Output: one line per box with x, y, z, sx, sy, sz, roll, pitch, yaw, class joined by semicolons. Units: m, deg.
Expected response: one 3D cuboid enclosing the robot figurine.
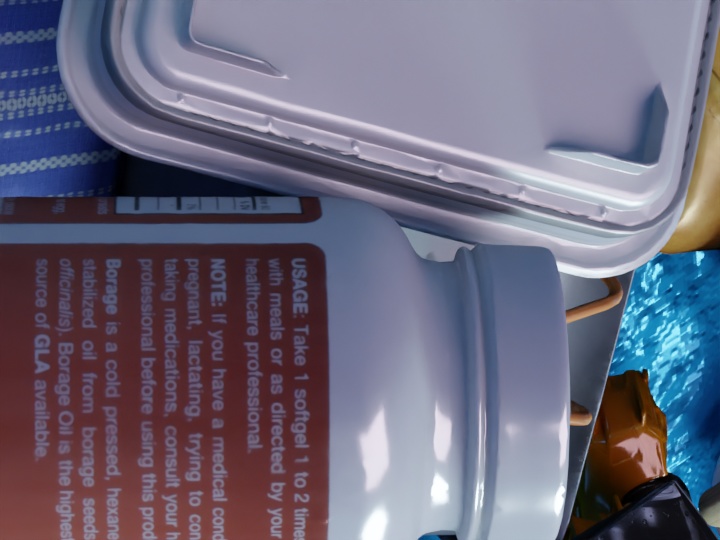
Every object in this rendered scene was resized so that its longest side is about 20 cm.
0.100;0.145;1.124;0.058;0.145;0.201;-5;126;-4;robot figurine

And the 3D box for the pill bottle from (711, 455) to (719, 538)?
0.226;0.125;1.233;0.112;0.112;0.200;-53;140;-2;pill bottle

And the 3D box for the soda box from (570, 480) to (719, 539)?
0.055;0.145;1.029;0.071;0.063;0.200;-31;174;-36;soda box

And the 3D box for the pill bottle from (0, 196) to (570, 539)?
-0.046;0.036;0.812;0.199;0.112;0.113;0;123;-4;pill bottle

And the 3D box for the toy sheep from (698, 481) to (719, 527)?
0.196;0.035;1.083;0.138;0.137;0.201;61;32;-47;toy sheep

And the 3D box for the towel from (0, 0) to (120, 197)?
-0.129;-0.012;0.866;0.144;0.024;0.201;-11;123;-40;towel

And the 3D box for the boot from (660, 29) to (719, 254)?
0.148;-0.097;1.050;0.144;0.071;0.202;3;119;-51;boot

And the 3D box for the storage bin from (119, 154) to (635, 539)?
0.000;0.000;0.923;0.134;0.146;0.201;-4;119;-31;storage bin

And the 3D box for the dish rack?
0.023;-0.099;0.837;0.199;0.044;0.172;14;81;-18;dish rack
